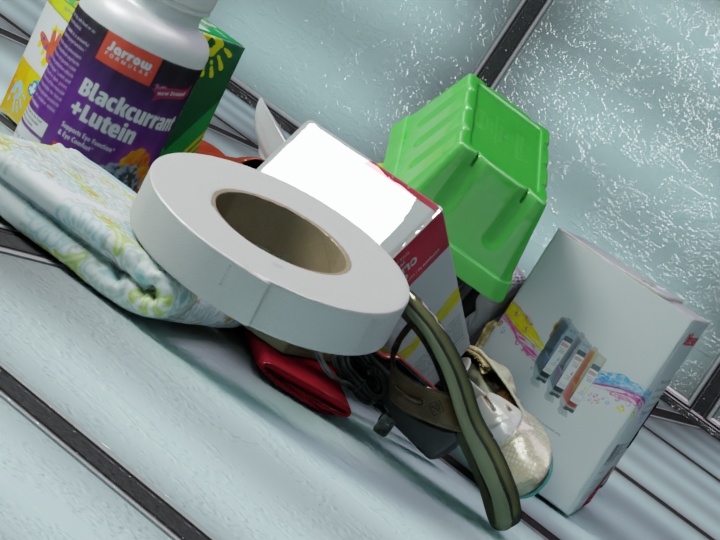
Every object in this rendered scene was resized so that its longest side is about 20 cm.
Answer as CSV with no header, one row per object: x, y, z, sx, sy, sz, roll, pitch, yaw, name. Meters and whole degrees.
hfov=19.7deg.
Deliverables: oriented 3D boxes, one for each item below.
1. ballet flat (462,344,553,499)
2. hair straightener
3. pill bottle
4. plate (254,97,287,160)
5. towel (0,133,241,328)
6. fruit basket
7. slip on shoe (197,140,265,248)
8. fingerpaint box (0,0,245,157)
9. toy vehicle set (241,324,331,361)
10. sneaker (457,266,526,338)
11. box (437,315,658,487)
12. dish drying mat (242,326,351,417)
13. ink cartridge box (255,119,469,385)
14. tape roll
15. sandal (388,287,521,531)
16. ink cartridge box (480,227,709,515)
0.099,0.117,1.643,0.062,0.067,0.200,46,6,-21,ballet flat
0.016,0.079,1.504,0.200,0.041,0.077,50,14,-40,hair straightener
-0.187,-0.155,1.627,0.111,0.201,0.111,27,13,-6,pill bottle
-0.039,-0.038,1.959,0.201,0.032,0.200,62,1,34,plate
-0.179,-0.026,1.440,0.199,0.048,0.171,36,9,15,towel
0.058,-0.049,1.773,0.155,0.216,0.216,35,5,-11,fruit basket
-0.102,-0.076,1.865,0.074,0.062,0.200,12,18,-37,slip on shoe
-0.207,-0.163,1.777,0.073,0.168,0.200,15,17,-44,fingerpaint box
-0.097,0.006,1.577,0.199,0.027,0.124,34,8,25,toy vehicle set
0.065,0.013,1.844,0.114,0.075,0.200,53,-31,2,sneaker
0.166,0.107,1.971,0.199,0.106,0.122,36,4,22,box
-0.054,0.063,1.544,0.076,0.018,0.200,31,7,-14,dish drying mat
0.000,0.000,1.630,0.145,0.083,0.201,34,-22,29,ink cartridge box
-0.061,-0.013,1.408,0.202,0.037,0.203,26,20,-10,tape roll
0.053,0.095,1.468,0.080,0.057,0.202,74,-8,-80,sandal
0.187,0.085,1.794,0.144,0.201,0.145,35,5,13,ink cartridge box
